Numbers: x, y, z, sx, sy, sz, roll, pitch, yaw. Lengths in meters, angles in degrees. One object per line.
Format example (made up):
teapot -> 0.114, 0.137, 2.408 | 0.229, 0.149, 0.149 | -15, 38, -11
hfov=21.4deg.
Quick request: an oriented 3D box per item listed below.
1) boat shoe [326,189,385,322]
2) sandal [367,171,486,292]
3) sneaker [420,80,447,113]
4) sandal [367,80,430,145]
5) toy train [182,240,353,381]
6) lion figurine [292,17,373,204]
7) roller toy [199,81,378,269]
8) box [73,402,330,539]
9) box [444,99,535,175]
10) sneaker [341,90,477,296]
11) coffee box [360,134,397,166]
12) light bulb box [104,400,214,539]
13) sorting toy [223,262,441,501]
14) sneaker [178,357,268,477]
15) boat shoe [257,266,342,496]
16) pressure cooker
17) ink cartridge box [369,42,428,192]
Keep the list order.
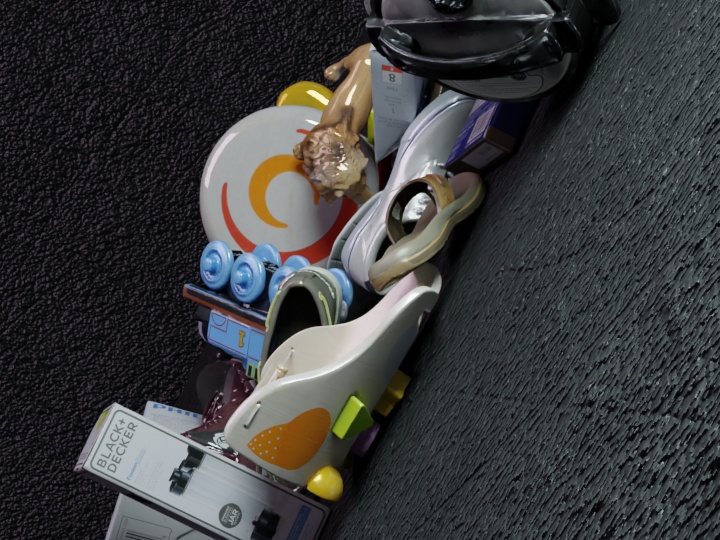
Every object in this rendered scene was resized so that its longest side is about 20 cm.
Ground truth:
boat shoe -> 0.001, 0.001, 1.781 | 0.065, 0.074, 0.202 | -83, 14, -58
sandal -> 0.047, -0.044, 1.543 | 0.080, 0.054, 0.200 | -39, 4, 30
sneaker -> 0.093, -0.189, 1.779 | 0.201, 0.070, 0.076 | -66, 15, -17
sandal -> 0.066, -0.205, 1.888 | 0.200, 0.087, 0.080 | 108, 166, -46
toy train -> -0.085, 0.041, 1.742 | 0.200, 0.086, 0.115 | 19, 102, 47
lion figurine -> -0.007, -0.155, 1.784 | 0.122, 0.072, 0.201 | 161, 126, -75
roller toy -> -0.065, -0.072, 1.920 | 0.182, 0.200, 0.140 | -34, -5, 5
box -> -0.134, 0.182, 1.581 | 0.060, 0.200, 0.117 | -65, 7, -12
box -> 0.137, -0.179, 1.606 | 0.201, 0.032, 0.121 | -66, 8, -13
sneaker -> 0.059, -0.063, 1.675 | 0.200, 0.073, 0.071 | -61, 34, 12
coffee box -> -0.034, -0.047, 2.035 | 0.201, 0.114, 0.080 | -65, 8, -2
light bulb box -> -0.181, 0.256, 1.842 | 0.200, 0.124, 0.199 | -101, 28, -78
sorting toy -> -0.002, 0.071, 1.487 | 0.180, 0.107, 0.200 | -51, 2, 11
sneaker -> -0.135, 0.141, 1.758 | 0.200, 0.115, 0.076 | 40, 124, 51
boat shoe -> -0.056, 0.099, 1.628 | 0.060, 0.072, 0.203 | -23, -61, -76
pressure cooker -> 0.102, -0.224, 1.439 | 0.176, 0.178, 0.200 | -46, 19, 58
ink cartridge box -> 0.051, -0.171, 1.750 | 0.200, 0.050, 0.162 | 82, -161, -44
